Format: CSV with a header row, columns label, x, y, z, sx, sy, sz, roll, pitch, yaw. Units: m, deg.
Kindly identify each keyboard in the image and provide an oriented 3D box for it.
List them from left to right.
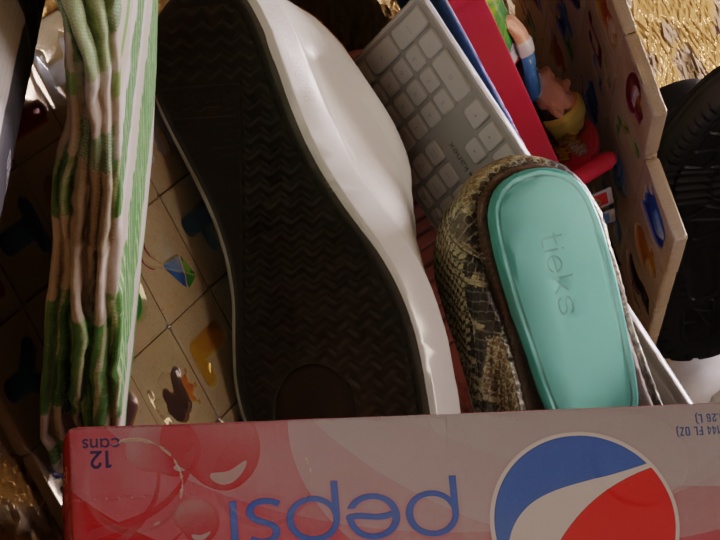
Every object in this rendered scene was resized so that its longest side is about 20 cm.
label,x,y,z,sx,sy,sz,roll,pitch,yaw
keyboard,0.060,0.005,0.893,0.011,0.056,0.200,-28,81,-34

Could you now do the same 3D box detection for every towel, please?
label,x,y,z,sx,sy,sz,roll,pitch,yaw
towel,-0.069,-0.061,0.727,0.200,0.023,0.153,95,-2,-48

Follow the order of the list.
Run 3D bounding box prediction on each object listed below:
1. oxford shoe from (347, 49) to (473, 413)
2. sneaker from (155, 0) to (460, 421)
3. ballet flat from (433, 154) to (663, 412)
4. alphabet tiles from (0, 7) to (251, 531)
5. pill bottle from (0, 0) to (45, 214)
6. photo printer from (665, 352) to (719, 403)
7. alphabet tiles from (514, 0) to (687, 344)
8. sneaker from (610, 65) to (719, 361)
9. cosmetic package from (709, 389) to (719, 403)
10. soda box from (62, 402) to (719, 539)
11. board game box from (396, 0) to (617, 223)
label,x,y,z,sx,sy,sz,roll,pitch,yaw
oxford shoe,0.035,0.007,0.981,0.200,0.071,0.074,62,5,-18
sneaker,0.000,0.000,0.876,0.085,0.073,0.201,10,60,-57
ballet flat,0.067,0.065,0.850,0.068,0.075,0.201,-10,74,-23
alphabet tiles,-0.067,0.003,0.837,0.167,0.006,0.200,62,26,-9
pill bottle,-0.128,-0.086,0.681,0.106,0.106,0.200,47,32,-35
photo printer,0.181,0.093,1.164,0.167,0.069,0.200,61,26,-11
alphabet tiles,0.090,-0.060,1.055,0.200,0.008,0.168,91,-17,-68
sneaker,0.129,-0.042,1.082,0.200,0.060,0.105,95,-9,-53
cosmetic package,0.218,0.123,0.816,0.200,0.123,0.200,54,-7,38
soda box,0.021,0.078,0.727,0.063,0.199,0.070,104,-18,-67
board game box,0.054,-0.074,0.996,0.158,0.039,0.200,62,-1,14
